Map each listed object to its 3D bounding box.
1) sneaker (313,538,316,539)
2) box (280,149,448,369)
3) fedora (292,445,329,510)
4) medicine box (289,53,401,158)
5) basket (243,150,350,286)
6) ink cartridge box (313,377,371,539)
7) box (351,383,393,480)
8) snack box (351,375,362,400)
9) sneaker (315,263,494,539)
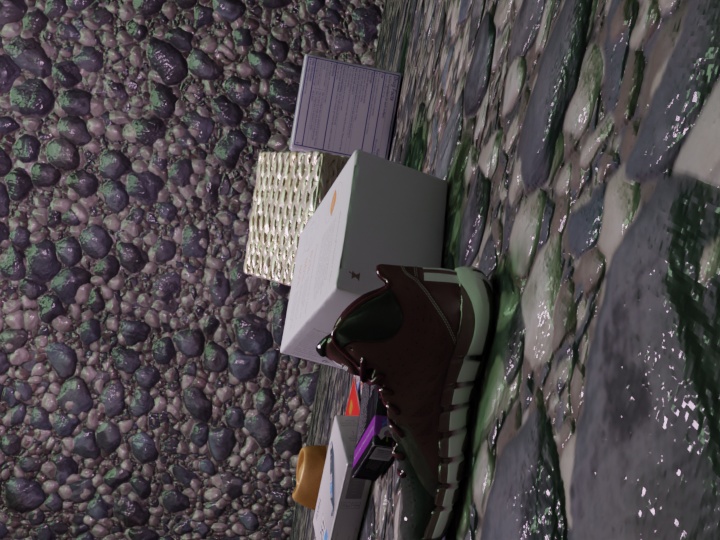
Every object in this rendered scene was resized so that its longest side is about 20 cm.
[{"bbox_3d":[-0.080,0.510,1.353,0.200,0.074,0.093,123,165,-61],"label":"sneaker"},{"bbox_3d":[0.000,0.000,0.835,0.200,0.104,0.155,133,149,-59],"label":"box"},{"bbox_3d":[-0.081,0.384,1.470,0.201,0.080,0.205,-170,90,-86],"label":"fedora"},{"bbox_3d":[-0.031,-0.311,1.573,0.103,0.196,0.186,-151,71,-83],"label":"medicine box"},{"bbox_3d":[-0.055,-0.065,1.152,0.197,0.159,0.204,11,94,54],"label":"basket"},{"bbox_3d":[-0.031,0.282,1.102,0.177,0.044,0.203,-109,27,-57],"label":"ink cartridge box"},{"bbox_3d":[0.027,0.128,0.926,0.144,0.035,0.203,109,168,-62],"label":"box"},{"bbox_3d":[0.011,0.153,1.149,0.200,0.024,0.073,117,161,-75],"label":"snack box"},{"bbox_3d":[0.020,0.090,0.557,0.076,0.113,0.204,-134,54,-85],"label":"sneaker"}]
